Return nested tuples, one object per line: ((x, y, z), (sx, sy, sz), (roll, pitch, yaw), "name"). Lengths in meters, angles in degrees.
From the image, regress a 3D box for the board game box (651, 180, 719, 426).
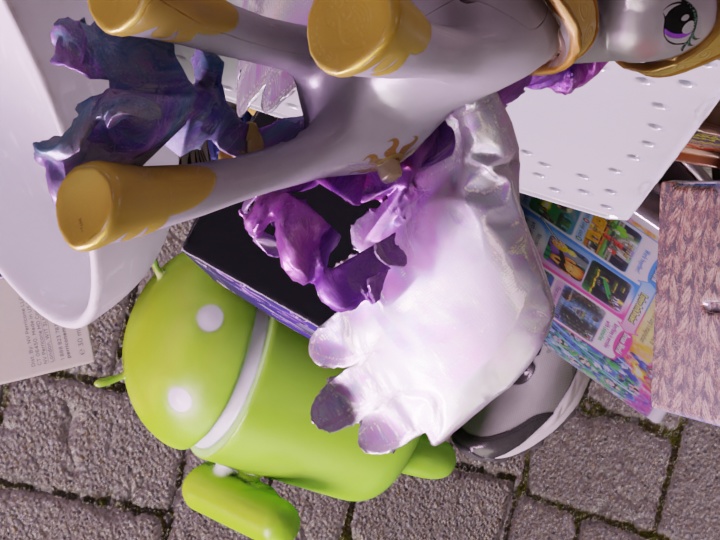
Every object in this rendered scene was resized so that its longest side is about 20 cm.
((0.238, 0.016, 0.904), (0.199, 0.098, 0.159), (2, -178, -15), "board game box")

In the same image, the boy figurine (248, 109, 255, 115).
((-0.086, -0.108, 1.172), (0.199, 0.065, 0.124), (18, 177, 25), "boy figurine")

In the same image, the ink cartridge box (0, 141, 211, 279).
((-0.193, -0.035, 1.147), (0.198, 0.041, 0.200), (-6, -166, 12), "ink cartridge box")

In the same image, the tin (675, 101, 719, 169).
((0.100, -0.074, 0.934), (0.199, 0.042, 0.112), (13, 174, 38), "tin")

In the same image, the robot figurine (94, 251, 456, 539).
((-0.039, 0.054, 1.221), (0.199, 0.176, 0.116), (19, -177, -21), "robot figurine")

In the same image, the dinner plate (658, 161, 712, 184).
((0.122, -0.035, 1.095), (0.200, 0.024, 0.200), (36, 159, 16), "dinner plate")

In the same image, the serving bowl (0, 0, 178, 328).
((-0.123, -0.081, 0.855), (0.066, 0.201, 0.200), (-27, -162, -22), "serving bowl")

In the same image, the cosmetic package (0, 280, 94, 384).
((-0.247, 0.027, 1.171), (0.199, 0.072, 0.105), (-13, -165, -19), "cosmetic package")

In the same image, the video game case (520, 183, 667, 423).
((0.095, -0.014, 1.111), (0.182, 0.024, 0.200), (35, 159, 10), "video game case")

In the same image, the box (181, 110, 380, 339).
((0.000, 0.000, 1.058), (0.141, 0.079, 0.200), (32, 177, 3), "box")

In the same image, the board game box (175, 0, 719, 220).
((0.021, -0.081, 0.812), (0.199, 0.026, 0.200), (17, 166, 0), "board game box")

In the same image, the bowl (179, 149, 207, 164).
((-0.160, -0.099, 1.051), (0.199, 0.095, 0.201), (9, -160, -3), "bowl")

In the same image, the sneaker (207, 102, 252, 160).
((-0.022, -0.079, 1.233), (0.198, 0.081, 0.115), (0, 170, 4), "sneaker")

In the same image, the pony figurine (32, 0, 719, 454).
((0.008, -0.048, 0.625), (0.193, 0.167, 0.199), (-31, 163, 38), "pony figurine")

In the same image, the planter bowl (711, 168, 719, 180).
((0.259, 0.025, 1.143), (0.199, 0.136, 0.200), (15, 179, 0), "planter bowl")

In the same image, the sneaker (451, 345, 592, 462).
((0.102, 0.012, 1.254), (0.079, 0.201, 0.074), (28, -178, -45), "sneaker")
